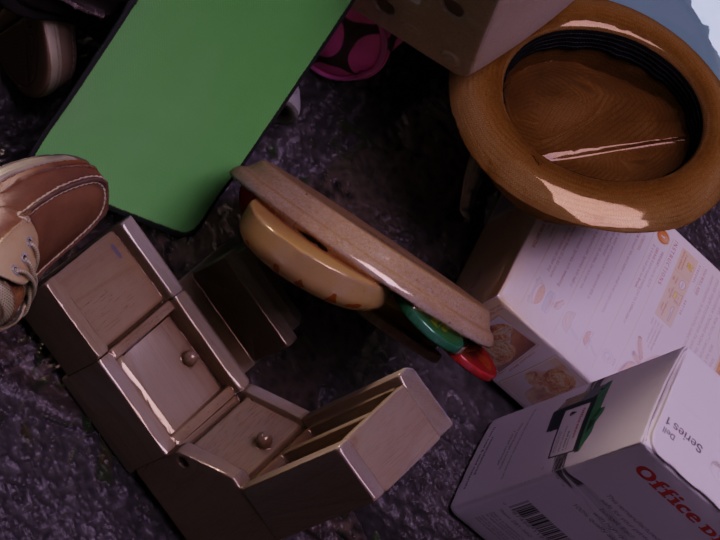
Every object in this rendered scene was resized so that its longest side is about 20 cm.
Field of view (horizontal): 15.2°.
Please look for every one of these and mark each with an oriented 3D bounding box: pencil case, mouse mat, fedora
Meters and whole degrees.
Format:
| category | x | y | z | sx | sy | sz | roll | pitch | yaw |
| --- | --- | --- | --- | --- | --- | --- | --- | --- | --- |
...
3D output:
| category | x | y | z | sx | sy | sz | roll | pitch | yaw |
| --- | --- | --- | --- | --- | --- | --- | --- | --- | --- |
| pencil case | 0.017 | -0.223 | 1.804 | 0.200 | 0.091 | 0.094 | -62 | 142 | -35 |
| mouse mat | -0.098 | -0.117 | 1.616 | 0.161 | 0.200 | 0.008 | 23 | 17 | -50 |
| fedora | 0.144 | -0.088 | 1.759 | 0.200 | 0.082 | 0.201 | 9 | 57 | -14 |

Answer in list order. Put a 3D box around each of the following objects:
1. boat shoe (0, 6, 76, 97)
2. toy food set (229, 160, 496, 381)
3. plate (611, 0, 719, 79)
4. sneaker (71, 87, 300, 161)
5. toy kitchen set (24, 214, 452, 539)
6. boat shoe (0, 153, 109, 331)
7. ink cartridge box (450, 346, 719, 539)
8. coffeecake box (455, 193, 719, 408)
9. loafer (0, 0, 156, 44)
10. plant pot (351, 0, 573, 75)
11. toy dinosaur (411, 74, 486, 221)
| category | x | y | z | sx | sy | sz | roll | pitch | yaw |
| --- | --- | --- | --- | --- | --- | --- | --- | --- | --- |
| boat shoe | -0.194 | -0.201 | 1.650 | 0.065 | 0.072 | 0.200 | 0 | 68 | -35 |
| toy food set | 0.000 | 0.000 | 1.653 | 0.198 | 0.200 | 0.049 | 33 | 92 | -23 |
| plate | 0.215 | -0.155 | 1.955 | 0.200 | 0.026 | 0.201 | 19 | 59 | -35 |
| sneaker | -0.110 | -0.097 | 1.672 | 0.200 | 0.074 | 0.079 | -27 | 96 | -39 |
| toy kitchen set | -0.054 | 0.034 | 1.594 | 0.200 | 0.180 | 0.163 | 54 | 50 | -7 |
| boat shoe | -0.218 | 0.006 | 1.535 | 0.200 | 0.076 | 0.074 | -35 | 52 | -31 |
| ink cartridge box | 0.178 | 0.143 | 1.709 | 0.146 | 0.200 | 0.084 | 41 | 54 | -18 |
| coffeecake box | 0.167 | 0.037 | 1.822 | 0.200 | 0.073 | 0.154 | 41 | 51 | -17 |
| loafer | -0.152 | -0.180 | 1.578 | 0.200 | 0.071 | 0.073 | 19 | 64 | -59 |
| plant pot | 0.066 | -0.244 | 1.677 | 0.200 | 0.200 | 0.177 | 33 | 65 | 6 |
| toy dinosaur | 0.090 | -0.109 | 1.827 | 0.088 | 0.047 | 0.200 | 41 | 40 | 7 |
